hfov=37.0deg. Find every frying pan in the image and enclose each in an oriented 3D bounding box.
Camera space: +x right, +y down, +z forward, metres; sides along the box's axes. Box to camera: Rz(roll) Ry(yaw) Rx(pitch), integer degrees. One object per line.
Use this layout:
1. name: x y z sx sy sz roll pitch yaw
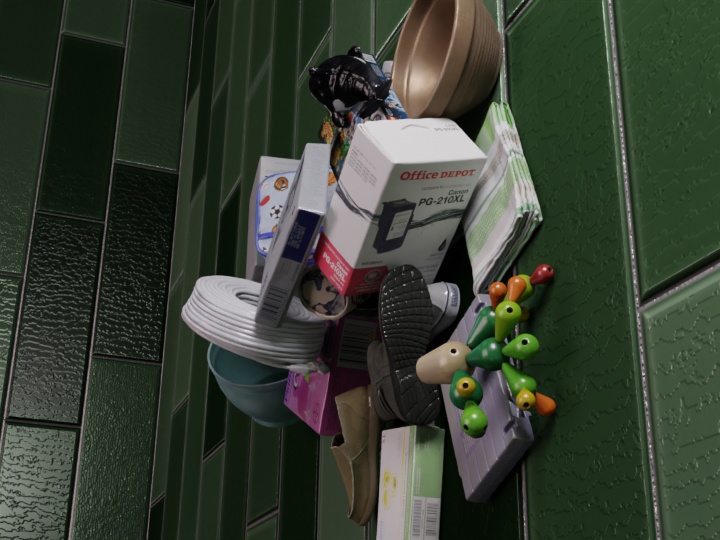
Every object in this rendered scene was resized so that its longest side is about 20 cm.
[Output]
1. frying pan: 0.008 0.029 1.507 0.190 0.115 0.031 -134 39 -68

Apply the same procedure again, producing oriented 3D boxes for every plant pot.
1. plant pot: -0.140 0.173 1.780 0.200 0.200 0.134 -110 7 -55
2. plant pot: 0.115 -0.265 1.350 0.201 0.093 0.201 -168 90 -70

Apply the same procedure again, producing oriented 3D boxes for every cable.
1. cable: -0.145 0.068 1.491 0.069 0.200 0.200 -70 23 11

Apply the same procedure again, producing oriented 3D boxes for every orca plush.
1. orca plush: -0.034 -0.231 1.363 0.200 0.071 0.105 -124 48 -57

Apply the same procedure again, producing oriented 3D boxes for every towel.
1. towel: 0.151 -0.085 1.267 0.149 0.031 0.200 118 154 -42

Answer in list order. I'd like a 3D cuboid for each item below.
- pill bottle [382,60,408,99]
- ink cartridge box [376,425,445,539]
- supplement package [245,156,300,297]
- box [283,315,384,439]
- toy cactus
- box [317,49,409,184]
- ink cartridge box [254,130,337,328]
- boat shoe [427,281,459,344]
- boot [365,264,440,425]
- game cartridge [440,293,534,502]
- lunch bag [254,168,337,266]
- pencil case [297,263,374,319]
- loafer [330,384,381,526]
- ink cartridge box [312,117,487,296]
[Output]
1. pill bottle: 0.048 -0.183 1.484 0.111 0.111 0.200 -158 79 -71
2. ink cartridge box: 0.045 0.279 1.380 0.200 0.048 0.146 153 123 -64
3. supplement package: -0.106 -0.059 1.783 0.152 0.150 0.200 116 157 -62
4. box: -0.030 0.138 1.582 0.200 0.097 0.176 -160 80 -71
5. toy cactus: 0.130 0.091 1.120 0.165 0.102 0.200 -20 47 49
6. box: 0.002 -0.180 1.400 0.200 0.038 0.137 -112 38 -50
7. ink cartridge box: -0.085 -0.061 1.400 0.200 0.041 0.200 -85 15 -52
8. boat shoe: 0.060 0.068 1.401 0.200 0.065 0.074 124 149 -50
9. boot: 0.036 0.094 1.332 0.131 0.068 0.200 177 86 -67
10. game cartridge: 0.136 0.142 1.201 0.130 0.038 0.200 112 158 -44
11. lunch bag: -0.060 -0.078 1.640 0.076 0.200 0.161 62 -155 -59
12. pencil case: 0.000 0.000 1.423 0.078 0.200 0.089 42 126 13
13. loafer: -0.007 0.248 1.459 0.076 0.067 0.200 -76 -10 -80
14. ink cartridge box: 0.045 -0.076 1.296 0.084 0.145 0.200 51 134 36
